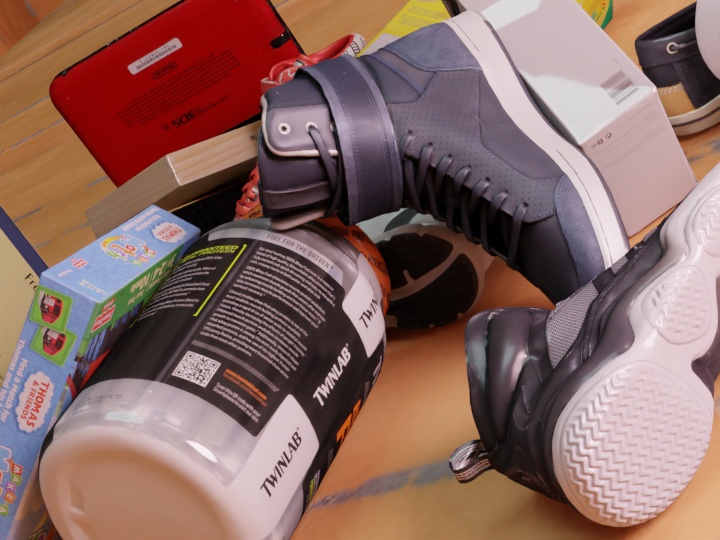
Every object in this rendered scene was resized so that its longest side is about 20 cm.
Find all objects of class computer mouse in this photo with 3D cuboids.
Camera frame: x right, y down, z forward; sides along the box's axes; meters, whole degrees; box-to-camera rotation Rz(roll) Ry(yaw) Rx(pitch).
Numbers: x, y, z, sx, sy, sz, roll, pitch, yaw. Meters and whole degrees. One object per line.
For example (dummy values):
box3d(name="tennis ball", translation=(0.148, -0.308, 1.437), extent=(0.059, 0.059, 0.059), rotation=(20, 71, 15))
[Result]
box3d(name="computer mouse", translation=(-0.064, -0.061, 1.186), extent=(0.198, 0.034, 0.059), rotation=(-21, 3, 25))

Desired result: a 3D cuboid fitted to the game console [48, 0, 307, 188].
box3d(name="game console", translation=(-0.120, -0.149, 1.250), extent=(0.199, 0.173, 0.119), rotation=(-26, 26, 21))

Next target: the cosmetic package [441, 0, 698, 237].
box3d(name="cosmetic package", translation=(0.099, -0.112, 0.819), extent=(0.050, 0.083, 0.201), rotation=(-36, 47, 5))

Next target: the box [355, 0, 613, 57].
box3d(name="box", translation=(0.089, -0.164, 1.053), extent=(0.116, 0.049, 0.200), rotation=(21, 54, 29))

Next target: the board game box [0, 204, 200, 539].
box3d(name="board game box", translation=(-0.154, 0.077, 0.799), extent=(0.202, 0.036, 0.151), rotation=(-66, -5, 19))

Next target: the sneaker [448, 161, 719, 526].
box3d(name="sneaker", translation=(0.111, 0.016, 0.636), extent=(0.113, 0.076, 0.200), rotation=(-3, 40, 52))

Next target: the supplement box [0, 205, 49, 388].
box3d(name="supplement box", translation=(-0.282, 0.069, 0.986), extent=(0.133, 0.201, 0.200), rotation=(-27, 22, 21))

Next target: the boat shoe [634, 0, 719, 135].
box3d(name="boat shoe", translation=(0.232, -0.156, 0.849), extent=(0.199, 0.063, 0.075), rotation=(-38, 18, -8))

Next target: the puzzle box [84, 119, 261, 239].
box3d(name="puzzle box", translation=(-0.098, -0.084, 1.168), extent=(0.199, 0.026, 0.133), rotation=(-26, 0, -40))

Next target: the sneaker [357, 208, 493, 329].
box3d(name="sneaker", translation=(0.000, 0.000, 0.884), extent=(0.198, 0.074, 0.080), rotation=(-9, 27, 37))

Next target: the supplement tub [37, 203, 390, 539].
box3d(name="supplement tub", translation=(-0.062, 0.058, 0.762), extent=(0.122, 0.123, 0.201), rotation=(-20, 25, 37))

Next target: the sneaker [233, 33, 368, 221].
box3d(name="sneaker", translation=(-0.054, -0.079, 1.081), extent=(0.201, 0.108, 0.067), rotation=(-37, 20, -3))

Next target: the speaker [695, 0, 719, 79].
box3d(name="speaker", translation=(0.239, -0.116, 0.718), extent=(0.081, 0.082, 0.200), rotation=(-39, 20, -8))

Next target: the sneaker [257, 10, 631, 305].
box3d(name="sneaker", translation=(0.030, -0.033, 0.736), extent=(0.145, 0.077, 0.203), rotation=(-17, 51, -17))
